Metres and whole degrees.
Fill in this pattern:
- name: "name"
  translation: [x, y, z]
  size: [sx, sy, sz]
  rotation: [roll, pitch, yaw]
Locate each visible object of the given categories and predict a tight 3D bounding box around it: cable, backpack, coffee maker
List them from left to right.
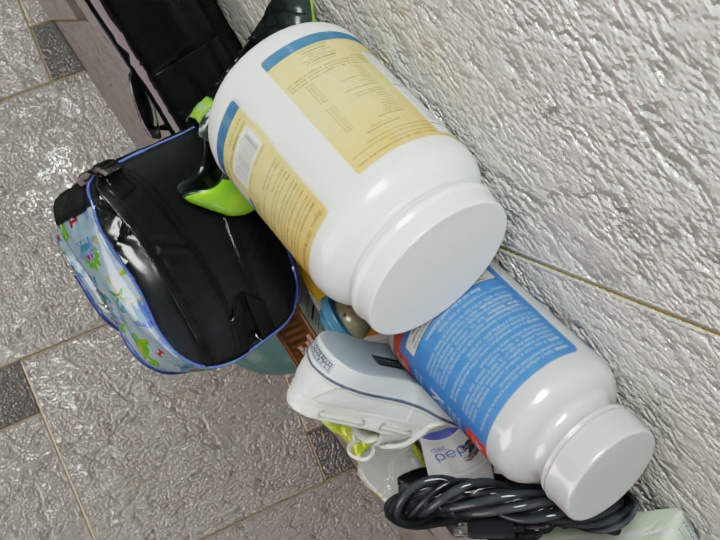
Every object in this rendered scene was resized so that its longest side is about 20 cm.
- name: "backpack"
  translation: [-0.161, -0.011, 0.966]
  size: [0.147, 0.182, 0.201]
  rotation: [-21, 98, 52]
- name: "coffee maker"
  translation: [-0.176, -0.230, 1.091]
  size: [0.201, 0.134, 0.192]
  rotation: [58, 159, -18]
- name: "cable"
  translation: [0.120, 0.184, 0.852]
  size: [0.198, 0.051, 0.163]
  rotation: [-8, 158, 33]

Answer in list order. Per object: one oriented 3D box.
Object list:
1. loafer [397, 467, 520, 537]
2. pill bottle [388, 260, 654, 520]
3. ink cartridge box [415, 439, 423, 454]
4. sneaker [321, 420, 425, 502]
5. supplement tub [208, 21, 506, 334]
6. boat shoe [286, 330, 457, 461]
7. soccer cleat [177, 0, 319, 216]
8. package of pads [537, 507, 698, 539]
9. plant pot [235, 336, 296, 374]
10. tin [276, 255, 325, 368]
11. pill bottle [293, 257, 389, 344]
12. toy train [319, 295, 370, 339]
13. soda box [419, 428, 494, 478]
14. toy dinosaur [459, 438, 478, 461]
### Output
- name: "loafer"
  translation: [0.114, 0.259, 1.178]
  size: [0.199, 0.073, 0.072]
  rotation: [15, 172, -42]
- name: "pill bottle"
  translation: [0.118, 0.085, 0.794]
  size: [0.200, 0.112, 0.113]
  rotation: [46, 166, 39]
- name: "ink cartridge box"
  translation: [0.080, 0.134, 1.169]
  size: [0.147, 0.083, 0.200]
  rotation: [56, 170, -8]
- name: "sneaker"
  translation: [0.021, 0.192, 1.254]
  size: [0.201, 0.076, 0.105]
  rotation: [52, -171, 15]
- name: "supplement tub"
  translation: [-0.004, -0.067, 0.774]
  size: [0.200, 0.144, 0.145]
  rotation: [49, 168, 26]
- name: "boat shoe"
  translation: [0.016, 0.114, 0.872]
  size: [0.201, 0.086, 0.075]
  rotation: [19, -156, -48]
- name: "soccer cleat"
  translation: [-0.091, -0.138, 0.864]
  size: [0.068, 0.080, 0.202]
  rotation: [43, 120, 51]
- name: "package of pads"
  translation: [0.217, 0.284, 0.899]
  size: [0.199, 0.068, 0.155]
  rotation: [-21, 106, 50]
- name: "plant pot"
  translation: [-0.064, 0.028, 1.234]
  size: [0.134, 0.200, 0.201]
  rotation: [5, 132, 55]
- name: "tin"
  translation: [-0.046, 0.064, 1.105]
  size: [0.201, 0.042, 0.112]
  rotation: [60, -168, -24]
- name: "pill bottle"
  translation: [0.000, 0.000, 1.043]
  size: [0.111, 0.111, 0.201]
  rotation: [47, 167, 34]
- name: "toy train"
  translation: [-0.010, -0.042, 0.905]
  size: [0.201, 0.115, 0.085]
  rotation: [61, -166, 15]
- name: "soda box"
  translation: [0.079, 0.110, 0.989]
  size: [0.068, 0.063, 0.202]
  rotation: [-85, -16, -59]
- name: "toy dinosaur"
  translation: [0.172, 0.183, 0.943]
  size: [0.181, 0.105, 0.200]
  rotation: [39, 163, -19]
